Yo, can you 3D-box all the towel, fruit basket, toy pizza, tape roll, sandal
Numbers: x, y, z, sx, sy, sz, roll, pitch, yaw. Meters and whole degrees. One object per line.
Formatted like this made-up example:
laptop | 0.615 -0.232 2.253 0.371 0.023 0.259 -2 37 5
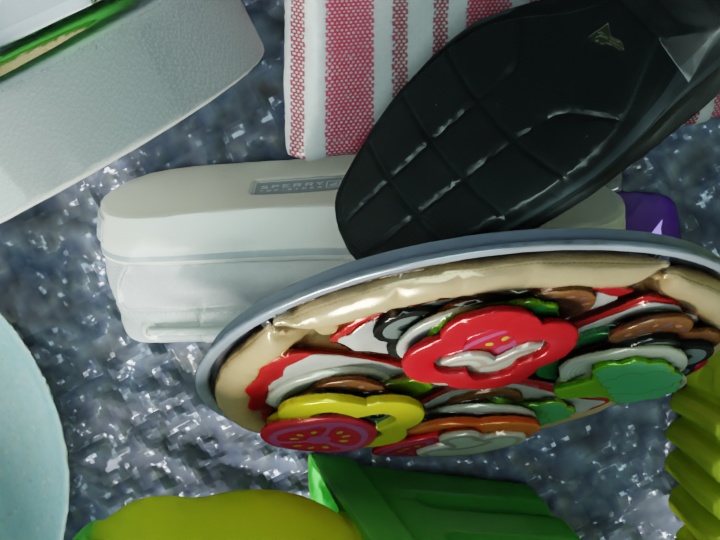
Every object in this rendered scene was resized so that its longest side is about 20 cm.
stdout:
towel | 0.062 -0.118 0.732 0.199 0.030 0.147 -7 110 -24
fruit basket | -0.006 0.148 0.751 0.214 0.216 0.157 -3 104 2
toy pizza | 0.041 0.036 0.737 0.199 0.200 0.032 -10 69 4
tape roll | -0.128 -0.044 0.696 0.202 0.203 0.037 -25 103 7
sandal | 0.169 0.113 0.810 0.087 0.080 0.201 -10 111 -2

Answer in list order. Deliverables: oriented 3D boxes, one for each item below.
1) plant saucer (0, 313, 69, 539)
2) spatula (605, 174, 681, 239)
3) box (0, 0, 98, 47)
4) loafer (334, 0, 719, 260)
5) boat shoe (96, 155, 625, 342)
plant saucer | -0.212 0.075 0.823 0.200 0.039 0.202 0 105 1
spatula | 0.093 -0.065 0.790 0.056 0.021 0.201 -3 103 4
box | -0.146 -0.162 0.680 0.096 0.200 0.177 -24 103 7
loafer | 0.081 -0.060 0.706 0.200 0.072 0.073 -36 65 3
boat shoe | 0.000 0.000 0.784 0.199 0.072 0.069 -3 115 4
